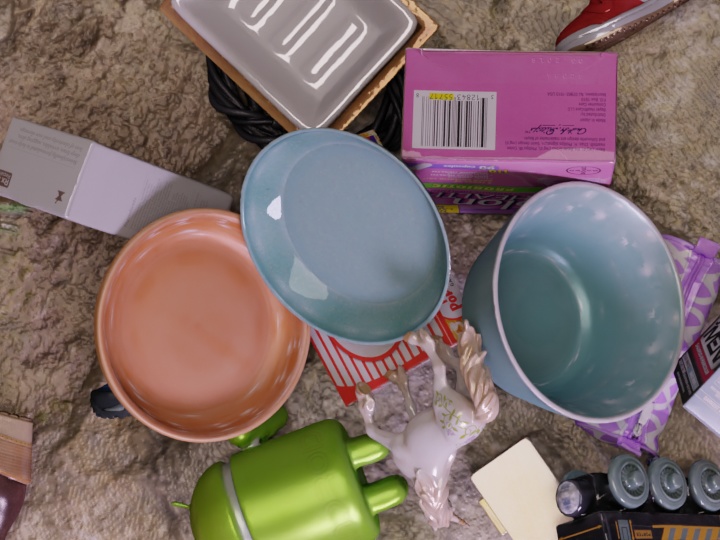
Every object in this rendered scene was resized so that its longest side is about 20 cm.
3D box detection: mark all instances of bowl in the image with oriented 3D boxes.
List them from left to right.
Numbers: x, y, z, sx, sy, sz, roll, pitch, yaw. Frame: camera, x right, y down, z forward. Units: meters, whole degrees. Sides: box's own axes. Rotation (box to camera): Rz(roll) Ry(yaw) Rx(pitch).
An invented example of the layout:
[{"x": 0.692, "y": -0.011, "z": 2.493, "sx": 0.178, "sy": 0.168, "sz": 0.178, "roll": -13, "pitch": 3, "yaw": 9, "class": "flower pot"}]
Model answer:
[{"x": 0.165, "y": 0.033, "z": 1.649, "sx": 0.201, "sy": 0.105, "sz": 0.201, "roll": 6, "pitch": 78, "yaw": -30, "class": "bowl"}]

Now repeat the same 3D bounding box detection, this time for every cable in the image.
[{"x": -0.044, "y": -0.173, "z": 1.774, "sx": 0.200, "sy": 0.051, "sz": 0.163, "roll": 43, "pitch": 90, "yaw": 5, "class": "cable"}]

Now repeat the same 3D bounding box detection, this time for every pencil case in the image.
[{"x": 0.254, "y": 0.066, "z": 1.719, "sx": 0.084, "sy": 0.085, "sz": 0.200, "roll": 19, "pitch": 87, "yaw": -5, "class": "pencil case"}]

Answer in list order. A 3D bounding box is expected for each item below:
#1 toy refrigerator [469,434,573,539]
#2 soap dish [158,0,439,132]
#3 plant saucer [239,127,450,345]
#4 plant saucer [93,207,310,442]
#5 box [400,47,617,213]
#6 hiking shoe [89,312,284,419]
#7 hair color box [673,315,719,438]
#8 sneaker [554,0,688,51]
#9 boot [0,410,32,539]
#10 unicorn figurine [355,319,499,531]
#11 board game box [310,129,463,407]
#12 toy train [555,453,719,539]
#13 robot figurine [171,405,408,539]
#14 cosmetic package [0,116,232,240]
[{"x": 0.176, "y": 0.246, "z": 1.719, "sx": 0.070, "sy": 0.076, "sz": 0.200, "roll": -35, "pitch": 85, "yaw": 2, "class": "toy refrigerator"}, {"x": -0.052, "y": -0.220, "z": 1.717, "sx": 0.200, "sy": 0.081, "sz": 0.157, "roll": 44, "pitch": 95, "yaw": 9, "class": "soap dish"}, {"x": -0.007, "y": -0.033, "z": 1.637, "sx": 0.200, "sy": 0.036, "sz": 0.200, "roll": 15, "pitch": 124, "yaw": 24, "class": "plant saucer"}, {"x": -0.138, "y": 0.047, "z": 1.680, "sx": 0.200, "sy": 0.037, "sz": 0.201, "roll": 0, "pitch": 89, "yaw": -29, "class": "plant saucer"}, {"x": 0.127, "y": -0.115, "z": 1.679, "sx": 0.176, "sy": 0.200, "sz": 0.097, "roll": 2, "pitch": 80, "yaw": 4, "class": "box"}, {"x": -0.162, "y": 0.061, "z": 1.755, "sx": 0.200, "sy": 0.074, "sz": 0.087, "roll": -30, "pitch": 96, "yaw": -9, "class": "hiking shoe"}, {"x": 0.348, "y": 0.042, "z": 1.612, "sx": 0.061, "sy": 0.099, "sz": 0.200, "roll": 39, "pitch": 104, "yaw": -9, "class": "hair color box"}, {"x": 0.240, "y": -0.275, "z": 1.748, "sx": 0.200, "sy": 0.071, "sz": 0.113, "roll": -31, "pitch": 89, "yaw": -6, "class": "sneaker"}, {"x": -0.402, "y": 0.193, "z": 1.767, "sx": 0.200, "sy": 0.072, "sz": 0.167, "roll": 15, "pitch": 86, "yaw": 2, "class": "boot"}, {"x": 0.059, "y": 0.135, "z": 1.643, "sx": 0.074, "sy": 0.200, "sz": 0.137, "roll": -20, "pitch": 70, "yaw": -26, "class": "unicorn figurine"}, {"x": 0.000, "y": 0.000, "z": 1.721, "sx": 0.151, "sy": 0.046, "sz": 0.200, "roll": -34, "pitch": 82, "yaw": 43, "class": "board game box"}, {"x": 0.247, "y": 0.221, "z": 1.670, "sx": 0.085, "sy": 0.200, "sz": 0.114, "roll": -25, "pitch": 66, "yaw": 45, "class": "toy train"}, {"x": -0.060, "y": 0.203, "z": 1.719, "sx": 0.200, "sy": 0.116, "sz": 0.176, "roll": -22, "pitch": 90, "yaw": 3, "class": "robot figurine"}, {"x": -0.213, "y": -0.068, "z": 1.696, "sx": 0.102, "sy": 0.200, "sz": 0.074, "roll": 18, "pitch": 88, "yaw": 33, "class": "cosmetic package"}]
